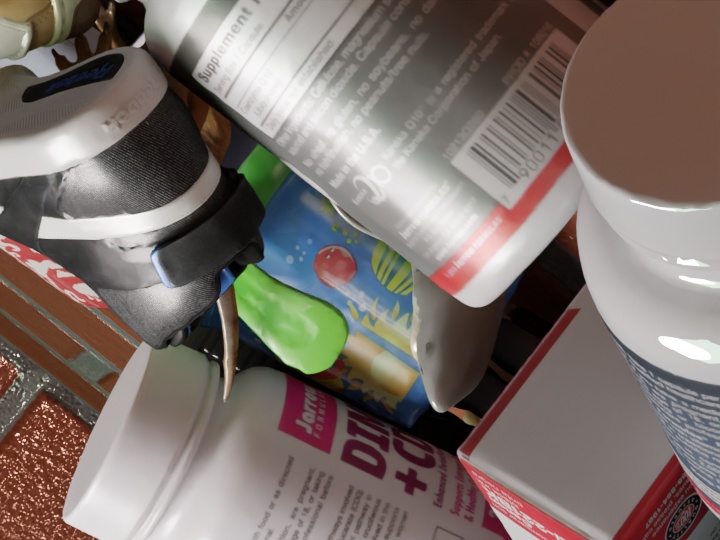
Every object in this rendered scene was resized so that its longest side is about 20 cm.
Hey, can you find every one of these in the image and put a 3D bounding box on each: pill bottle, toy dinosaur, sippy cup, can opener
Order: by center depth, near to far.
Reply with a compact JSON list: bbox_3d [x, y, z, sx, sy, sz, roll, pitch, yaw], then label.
[{"bbox_3d":[0.135,-0.001,0.589,0.120,0.120,0.200,27,163,37],"label":"pill bottle"},{"bbox_3d":[-0.002,-0.090,0.656,0.200,0.114,0.114,38,166,-1],"label":"pill bottle"},{"bbox_3d":[-0.071,-0.057,0.769,0.106,0.060,0.200,31,-136,-65],"label":"toy dinosaur"},{"bbox_3d":[-0.027,0.114,0.865,0.200,0.113,0.113,26,168,-12],"label":"pill bottle"},{"bbox_3d":[0.000,0.000,0.881,0.130,0.178,0.140,36,147,6],"label":"sippy cup"},{"bbox_3d":[0.075,0.055,0.931,0.066,0.053,0.200,42,174,-30],"label":"can opener"}]

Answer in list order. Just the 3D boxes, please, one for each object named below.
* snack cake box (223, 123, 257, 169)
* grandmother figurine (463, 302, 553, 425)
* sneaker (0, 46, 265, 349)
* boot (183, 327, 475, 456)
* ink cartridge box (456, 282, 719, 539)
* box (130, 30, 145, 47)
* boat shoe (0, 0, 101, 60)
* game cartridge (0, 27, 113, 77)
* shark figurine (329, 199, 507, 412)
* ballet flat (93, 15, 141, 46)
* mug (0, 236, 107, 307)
[{"bbox_3d":[-0.058,-0.031,1.076,0.200,0.067,0.115,27,163,37],"label":"snack cake box"},{"bbox_3d":[0.105,0.060,0.993,0.121,0.061,0.200,44,162,-17],"label":"grandmother figurine"},{"bbox_3d":[-0.110,-0.018,0.718,0.112,0.073,0.200,54,155,-21],"label":"sneaker"},{"bbox_3d":[-0.019,0.081,0.993,0.200,0.078,0.138,27,-177,-9],"label":"boot"},{"bbox_3d":[0.140,0.084,0.795,0.084,0.144,0.200,29,163,35],"label":"ink cartridge box"},{"bbox_3d":[-0.069,-0.119,0.879,0.041,0.039,0.200,43,165,-10],"label":"box"},{"bbox_3d":[-0.167,-0.172,0.693,0.072,0.076,0.200,-17,97,62],"label":"boat shoe"},{"bbox_3d":[-0.140,-0.055,1.024,0.133,0.042,0.200,40,155,26],"label":"game cartridge"},{"bbox_3d":[0.033,-0.065,0.780,0.089,0.128,0.215,-19,102,39],"label":"shark figurine"},{"bbox_3d":[-0.189,-0.159,1.031,0.200,0.046,0.067,44,164,-25],"label":"ballet flat"},{"bbox_3d":[-0.198,-0.084,1.209,0.133,0.178,0.200,-9,150,20],"label":"mug"}]
